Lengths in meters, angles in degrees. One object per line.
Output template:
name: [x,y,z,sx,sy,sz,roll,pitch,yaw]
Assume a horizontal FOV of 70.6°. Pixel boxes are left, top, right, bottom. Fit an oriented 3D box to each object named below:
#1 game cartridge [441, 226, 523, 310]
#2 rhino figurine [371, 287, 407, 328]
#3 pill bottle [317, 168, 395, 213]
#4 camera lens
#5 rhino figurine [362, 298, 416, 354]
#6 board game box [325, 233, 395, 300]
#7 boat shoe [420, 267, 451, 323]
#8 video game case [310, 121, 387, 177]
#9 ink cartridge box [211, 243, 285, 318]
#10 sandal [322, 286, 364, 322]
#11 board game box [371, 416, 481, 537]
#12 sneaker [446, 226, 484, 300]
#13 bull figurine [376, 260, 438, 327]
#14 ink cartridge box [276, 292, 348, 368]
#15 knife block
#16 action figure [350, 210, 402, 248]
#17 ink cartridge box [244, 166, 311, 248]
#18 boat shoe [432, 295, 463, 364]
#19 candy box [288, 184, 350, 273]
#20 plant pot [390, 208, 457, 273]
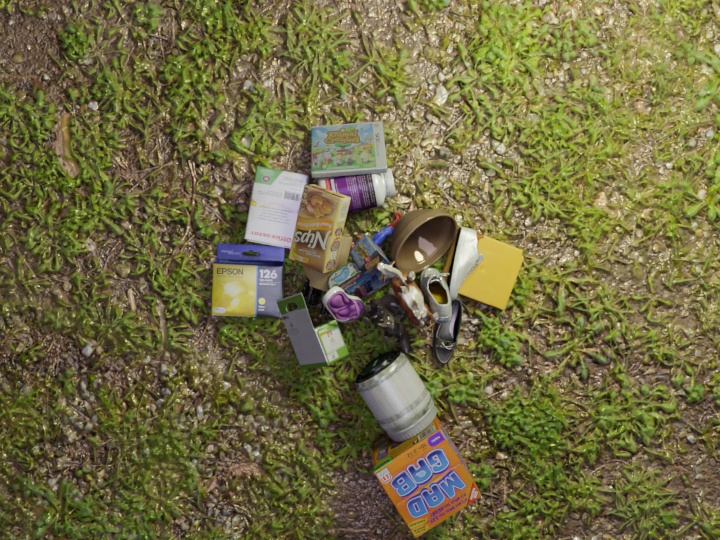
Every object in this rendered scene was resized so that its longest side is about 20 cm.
game cartridge: [0.336,-0.005,1.416,0.198,0.032,0.178,21,93,-3]
rhino figurine: [0.091,0.097,1.347,0.087,0.200,0.060,40,129,7]
pill bottle: [-0.010,-0.216,1.368,0.198,0.112,0.114,-11,92,1]
camera lens: [0.093,0.332,1.367,0.159,0.160,0.201,-33,92,2]
rhino figurine: [0.086,0.156,1.400,0.200,0.087,0.060,46,120,-2]
board game box: [0.000,0.000,1.323,0.199,0.200,0.062,-32,61,-5]
boat shoe: [0.195,0.039,1.318,0.074,0.203,0.087,-2,127,1]
video game case: [-0.033,-0.326,1.358,0.198,0.022,0.183,-4,56,1]
ink cartridge box: [-0.312,0.029,1.419,0.196,0.047,0.202,2,94,1]
sandal: [-0.038,0.102,1.311,0.083,0.202,0.050,-47,60,4]
board game box: [0.167,0.524,1.354,0.199,0.200,0.201,-33,92,2]
sneaker: [0.285,-0.011,1.363,0.084,0.073,0.202,14,92,0]
bull figurine: [0.117,0.056,1.263,0.065,0.121,0.201,-36,97,-7]
ink cartridge box: [-0.131,0.154,1.365,0.075,0.147,0.202,-21,92,-38]
knife block: [-0.080,0.022,1.376,0.199,0.064,0.177,-31,82,24]
action figure: [0.023,-0.095,1.393,0.099,0.065,0.200,39,92,-19]
ink cartridge box: [-0.223,-0.168,1.387,0.143,0.084,0.202,10,92,1]
boat shoe: [0.242,0.165,1.409,0.066,0.057,0.202,10,93,-1]
candy box: [-0.106,-0.108,1.305,0.115,0.055,0.202,22,108,23]
plant pot: [0.153,-0.095,1.359,0.200,0.201,0.093,-39,55,2]
